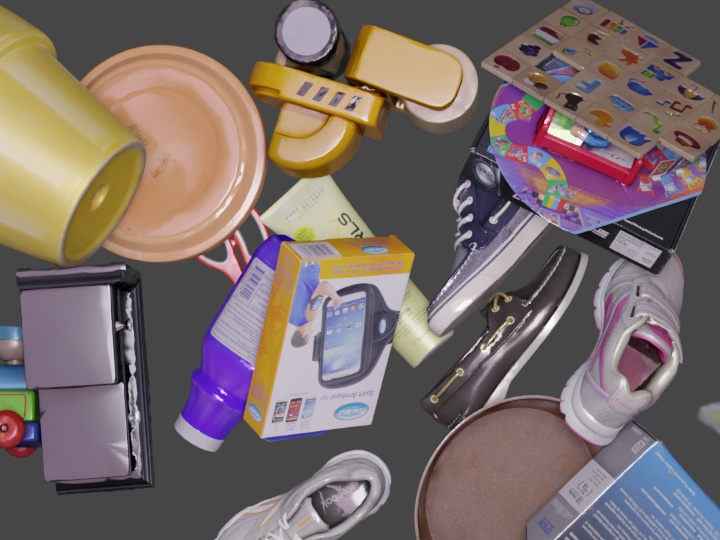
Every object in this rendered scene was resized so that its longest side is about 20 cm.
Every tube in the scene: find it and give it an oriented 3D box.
[{"bbox_3d":[0.000,0.000,1.630,0.200,0.052,0.058,48,46,7],"label":"tube"}]

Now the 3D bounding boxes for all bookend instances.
[{"bbox_3d":[-0.234,0.098,1.549,0.092,0.200,0.200,-4,87,-3],"label":"bookend"}]

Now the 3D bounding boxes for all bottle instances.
[{"bbox_3d":[-0.097,0.068,1.608,0.083,0.065,0.200,33,100,13],"label":"bottle"}]

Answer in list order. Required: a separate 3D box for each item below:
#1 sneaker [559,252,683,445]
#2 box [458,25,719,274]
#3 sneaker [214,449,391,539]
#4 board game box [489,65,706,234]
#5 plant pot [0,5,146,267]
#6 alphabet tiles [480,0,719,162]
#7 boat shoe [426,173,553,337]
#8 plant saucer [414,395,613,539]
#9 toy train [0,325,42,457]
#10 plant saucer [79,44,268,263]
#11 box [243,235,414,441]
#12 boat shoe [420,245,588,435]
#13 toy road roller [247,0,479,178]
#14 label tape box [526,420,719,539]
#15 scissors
[{"bbox_3d":[0.250,0.058,1.578,0.081,0.088,0.200,31,61,-17],"label":"sneaker"},{"bbox_3d":[0.209,-0.108,1.598,0.200,0.044,0.160,28,59,2],"label":"box"},{"bbox_3d":[-0.062,0.228,1.597,0.200,0.092,0.076,-38,87,-1],"label":"sneaker"},{"bbox_3d":[0.211,-0.123,1.556,0.199,0.039,0.158,-17,67,-22],"label":"board game box"},{"bbox_3d":[-0.296,-0.105,1.548,0.189,0.201,0.201,31,88,11],"label":"plant pot"},{"bbox_3d":[0.231,-0.165,1.569,0.200,0.008,0.167,34,45,21],"label":"alphabet tiles"},{"bbox_3d":[0.106,-0.036,1.611,0.093,0.075,0.200,42,70,8],"label":"boat shoe"},{"bbox_3d":[0.138,0.204,1.596,0.200,0.034,0.201,-4,104,-17],"label":"plant saucer"},{"bbox_3d":[-0.383,0.107,1.617,0.199,0.085,0.116,0,77,1],"label":"toy train"},{"bbox_3d":[-0.185,-0.107,1.636,0.199,0.032,0.201,0,85,5],"label":"plant saucer"},{"bbox_3d":[-0.031,0.068,1.571,0.119,0.041,0.201,-4,118,-33],"label":"box"},{"bbox_3d":[0.130,0.057,1.612,0.060,0.072,0.202,34,91,-2],"label":"boat shoe"},{"bbox_3d":[-0.003,-0.144,1.598,0.199,0.123,0.146,18,89,6],"label":"toy road roller"},{"bbox_3d":[0.222,0.254,1.583,0.200,0.063,0.144,-44,111,-2],"label":"label tape box"},{"bbox_3d":[-0.088,0.028,1.645,0.073,0.014,0.200,-30,87,-1],"label":"scissors"}]
